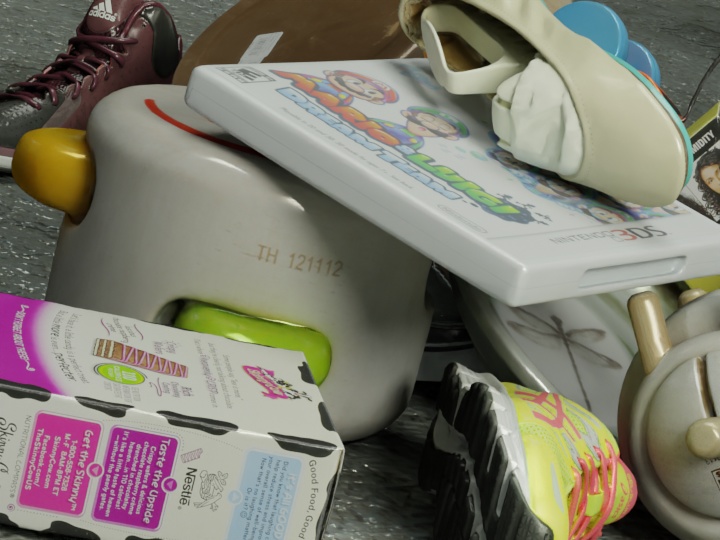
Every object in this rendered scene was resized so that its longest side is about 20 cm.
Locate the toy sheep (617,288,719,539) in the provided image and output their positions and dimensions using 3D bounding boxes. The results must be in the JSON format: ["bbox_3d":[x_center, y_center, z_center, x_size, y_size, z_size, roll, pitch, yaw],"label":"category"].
[{"bbox_3d":[0.176,0.067,1.279,0.137,0.139,0.200,21,10,23],"label":"toy sheep"}]

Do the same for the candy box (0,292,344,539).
[{"bbox_3d":[-0.115,0.061,1.151,0.199,0.061,0.136,11,13,-11],"label":"candy box"}]

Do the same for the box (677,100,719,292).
[{"bbox_3d":[0.223,0.012,1.465,0.200,0.075,0.050,50,15,-4],"label":"box"}]

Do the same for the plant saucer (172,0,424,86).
[{"bbox_3d":[-0.023,-0.120,1.553,0.199,0.030,0.201,-19,32,12],"label":"plant saucer"}]

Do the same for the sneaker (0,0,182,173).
[{"bbox_3d":[-0.179,-0.121,1.684,0.075,0.116,0.200,23,16,32],"label":"sneaker"}]

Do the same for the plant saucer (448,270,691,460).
[{"bbox_3d":[0.109,0.036,1.408,0.200,0.050,0.201,31,32,-22],"label":"plant saucer"}]

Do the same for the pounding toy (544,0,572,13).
[{"bbox_3d":[0.060,-0.087,1.732,0.199,0.143,0.184,1,-13,-45],"label":"pounding toy"}]

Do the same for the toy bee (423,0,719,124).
[{"bbox_3d":[0.115,-0.077,1.397,0.131,0.109,0.199,25,-18,-39],"label":"toy bee"}]

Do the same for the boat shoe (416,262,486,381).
[{"bbox_3d":[0.002,-0.001,1.470,0.073,0.068,0.199,-14,27,-34],"label":"boat shoe"}]

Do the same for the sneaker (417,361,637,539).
[{"bbox_3d":[0.080,0.089,1.211,0.090,0.079,0.200,15,13,-6],"label":"sneaker"}]

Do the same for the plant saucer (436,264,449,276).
[{"bbox_3d":[0.108,0.033,1.558,0.199,0.030,0.200,14,13,-3],"label":"plant saucer"}]

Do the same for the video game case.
[{"bbox_3d":[0.048,-0.045,1.276,0.200,0.024,0.182,32,23,31],"label":"video game case"}]

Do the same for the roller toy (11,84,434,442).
[{"bbox_3d":[-0.053,-0.012,1.337,0.199,0.141,0.182,25,16,37],"label":"roller toy"}]

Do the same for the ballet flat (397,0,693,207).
[{"bbox_3d":[0.077,-0.084,1.291,0.069,0.070,0.200,5,28,-33],"label":"ballet flat"}]
